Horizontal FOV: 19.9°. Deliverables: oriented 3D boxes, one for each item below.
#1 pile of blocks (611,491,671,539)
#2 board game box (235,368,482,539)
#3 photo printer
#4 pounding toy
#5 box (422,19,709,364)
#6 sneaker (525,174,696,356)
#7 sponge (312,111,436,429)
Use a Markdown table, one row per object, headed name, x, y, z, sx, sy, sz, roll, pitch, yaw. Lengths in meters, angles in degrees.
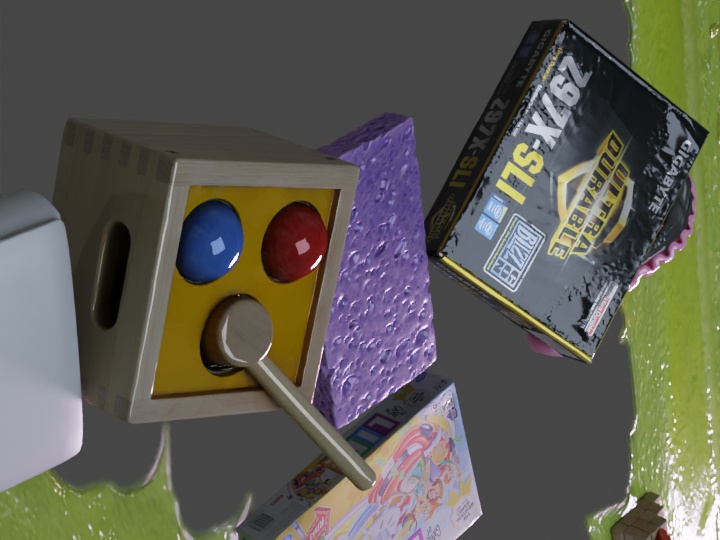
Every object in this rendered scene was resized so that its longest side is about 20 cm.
| name | x | y | z | sx | sy | sz | roll | pitch | yaw |
| --- | --- | --- | --- | --- | --- | --- | --- | --- | --- |
| pile of blocks | 0.261 | 0.300 | 1.813 | 0.082 | 0.062 | 0.201 | -14 | 117 | -45 |
| board game box | 0.004 | 0.182 | 1.489 | 0.200 | 0.034 | 0.135 | -39 | 133 | -31 |
| photo printer | -0.248 | 0.060 | 1.120 | 0.200 | 0.069 | 0.167 | -23 | 123 | -41 |
| pounding toy | -0.081 | 0.024 | 1.238 | 0.184 | 0.142 | 0.201 | -1 | 107 | -48 |
| box | 0.148 | -0.058 | 1.497 | 0.159 | 0.049 | 0.201 | 34 | 80 | -26 |
| sneaker | 0.186 | -0.030 | 1.583 | 0.200 | 0.079 | 0.096 | -49 | 125 | -24 |
| sponge | 0.000 | 0.000 | 1.410 | 0.111 | 0.030 | 0.201 | -32 | 128 | -36 |
